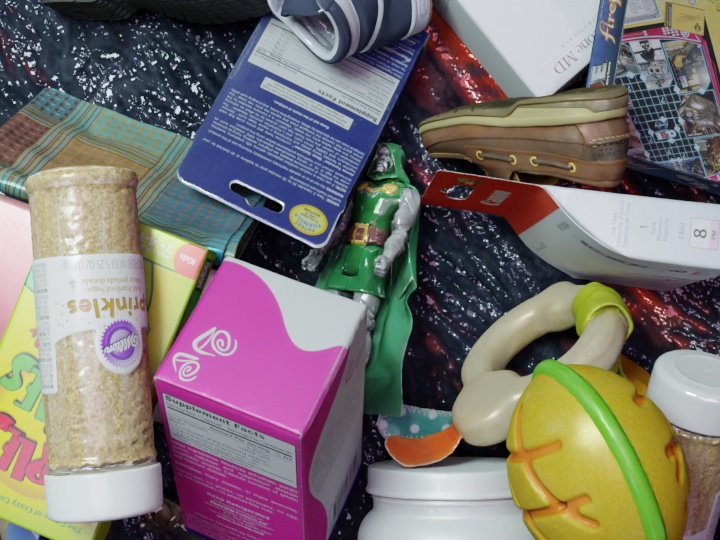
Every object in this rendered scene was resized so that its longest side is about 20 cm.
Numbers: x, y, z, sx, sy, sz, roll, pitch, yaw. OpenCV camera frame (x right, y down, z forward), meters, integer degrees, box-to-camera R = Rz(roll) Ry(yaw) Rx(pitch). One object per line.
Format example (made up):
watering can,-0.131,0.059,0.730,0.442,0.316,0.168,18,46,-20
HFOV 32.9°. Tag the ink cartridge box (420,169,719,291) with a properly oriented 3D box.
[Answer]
ink cartridge box,0.143,-0.024,0.851,0.197,0.163,0.058,3,85,-1

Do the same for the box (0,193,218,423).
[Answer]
box,-0.192,0.026,0.861,0.198,0.128,0.110,19,86,0

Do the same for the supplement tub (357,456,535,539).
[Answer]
supplement tub,0.067,0.236,0.844,0.138,0.140,0.203,-1,86,-1

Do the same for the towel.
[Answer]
towel,-0.163,-0.070,0.869,0.198,0.147,0.022,20,120,1

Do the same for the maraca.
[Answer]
maraca,0.153,0.145,0.768,0.106,0.137,0.202,-25,117,-9

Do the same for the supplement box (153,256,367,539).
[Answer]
supplement box,-0.059,0.102,0.794,0.102,0.201,0.102,20,54,12

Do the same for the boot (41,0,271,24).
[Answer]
boot,-0.145,-0.255,0.892,0.197,0.070,0.134,6,86,14

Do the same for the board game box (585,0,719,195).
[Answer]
board game box,0.254,-0.130,0.883,0.198,0.035,0.137,13,85,-26

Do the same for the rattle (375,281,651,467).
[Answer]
rattle,0.122,0.111,0.877,0.200,0.130,0.144,-43,130,-18

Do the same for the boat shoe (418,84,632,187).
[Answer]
boat shoe,0.108,-0.086,0.848,0.071,0.199,0.068,-14,100,-31

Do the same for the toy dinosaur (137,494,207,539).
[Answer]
toy dinosaur,-0.073,0.199,0.895,0.199,0.047,0.089,36,93,0

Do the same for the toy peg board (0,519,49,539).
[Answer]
toy peg board,-0.280,0.262,0.859,0.198,0.098,0.202,-14,87,-2

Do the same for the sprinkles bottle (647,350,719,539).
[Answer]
sprinkles bottle,0.216,0.158,0.840,0.067,0.068,0.202,8,113,0

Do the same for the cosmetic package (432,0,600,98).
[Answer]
cosmetic package,0.104,-0.226,0.911,0.101,0.071,0.200,-40,88,-3

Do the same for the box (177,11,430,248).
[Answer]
box,-0.041,-0.117,0.891,0.120,0.032,0.201,26,65,0

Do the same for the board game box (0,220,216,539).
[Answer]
board game box,-0.176,0.063,0.771,0.101,0.048,0.202,21,87,0

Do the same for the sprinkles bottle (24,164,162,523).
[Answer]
sprinkles bottle,-0.157,0.043,0.714,0.067,0.068,0.203,-5,87,-1

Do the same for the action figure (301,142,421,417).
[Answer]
action figure,0.000,0.000,0.891,0.117,0.055,0.202,5,71,32

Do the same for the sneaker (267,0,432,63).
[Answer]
sneaker,-0.021,-0.243,0.838,0.108,0.070,0.202,-32,116,-31
